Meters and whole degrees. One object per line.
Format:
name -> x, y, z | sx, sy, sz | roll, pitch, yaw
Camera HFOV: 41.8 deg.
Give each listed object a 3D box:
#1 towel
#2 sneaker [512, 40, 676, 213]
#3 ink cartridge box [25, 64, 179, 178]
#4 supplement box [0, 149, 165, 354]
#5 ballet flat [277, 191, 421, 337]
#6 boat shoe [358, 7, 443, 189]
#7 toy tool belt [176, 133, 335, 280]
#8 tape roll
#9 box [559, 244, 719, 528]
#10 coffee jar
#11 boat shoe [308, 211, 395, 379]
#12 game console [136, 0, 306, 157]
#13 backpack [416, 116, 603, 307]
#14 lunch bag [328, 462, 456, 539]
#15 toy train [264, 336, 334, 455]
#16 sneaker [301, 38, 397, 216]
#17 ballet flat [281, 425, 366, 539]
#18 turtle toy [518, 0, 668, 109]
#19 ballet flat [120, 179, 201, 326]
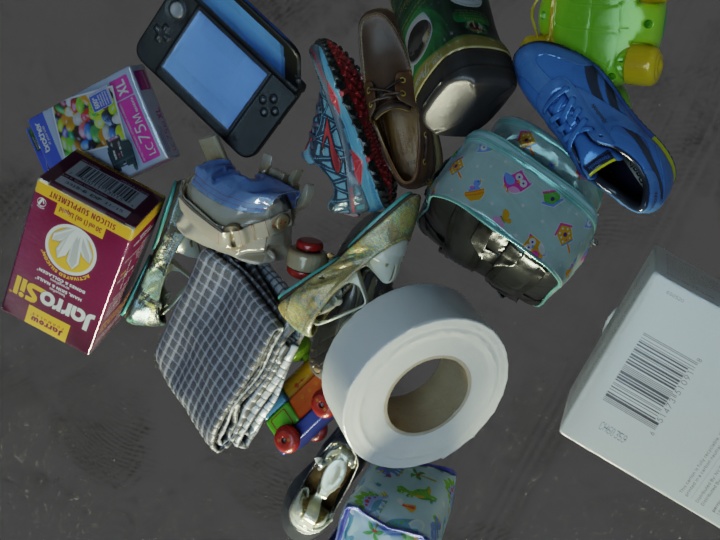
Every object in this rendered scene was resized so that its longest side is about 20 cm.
towel -> -0.156, 0.087, 1.115 | 0.166, 0.085, 0.201 | 46, 118, 38
sneaker -> 0.211, -0.135, 0.876 | 0.200, 0.078, 0.066 | 48, 129, 7
ink cartridge box -> -0.333, -0.161, 1.179 | 0.198, 0.042, 0.121 | -20, 96, 24
supplement box -> -0.341, -0.022, 1.156 | 0.130, 0.103, 0.201 | 26, 119, -2
ballet flat -> 0.000, 0.000, 1.003 | 0.199, 0.071, 0.071 | -38, 89, 14
boat shoe -> 0.041, -0.187, 1.028 | 0.071, 0.068, 0.203 | -12, 99, 21
toy tool belt -> -0.115, -0.076, 1.075 | 0.198, 0.124, 0.125 | 20, 110, 27
tape roll -> 0.061, 0.118, 1.033 | 0.200, 0.071, 0.205 | -13, 125, -19
box -> 0.339, 0.116, 0.967 | 0.198, 0.131, 0.201 | 29, 110, 9
coffee jar -> 0.088, -0.238, 0.938 | 0.104, 0.084, 0.202 | 131, 133, -55
boat shoe -> 0.003, 0.034, 1.081 | 0.073, 0.074, 0.202 | 23, 82, -27
game console -> -0.167, -0.246, 1.058 | 0.200, 0.118, 0.171 | 43, 112, 5
backpack -> 0.155, -0.061, 0.950 | 0.175, 0.200, 0.154 | 37, 91, 7
lunch bag -> 0.022, 0.334, 1.108 | 0.126, 0.170, 0.202 | 19, 110, 13
toy train -> -0.048, 0.120, 1.134 | 0.200, 0.084, 0.116 | -45, 73, 22
sneaker -> -0.032, -0.155, 1.056 | 0.094, 0.079, 0.203 | -15, 98, 23
ballet flat -> -0.049, 0.273, 1.171 | 0.073, 0.073, 0.201 | 34, 111, 8
turtle toy -> 0.238, -0.225, 0.933 | 0.144, 0.101, 0.203 | 15, 110, 30
ballet flat -> -0.235, -0.017, 1.174 | 0.074, 0.074, 0.202 | 31, 113, 9
